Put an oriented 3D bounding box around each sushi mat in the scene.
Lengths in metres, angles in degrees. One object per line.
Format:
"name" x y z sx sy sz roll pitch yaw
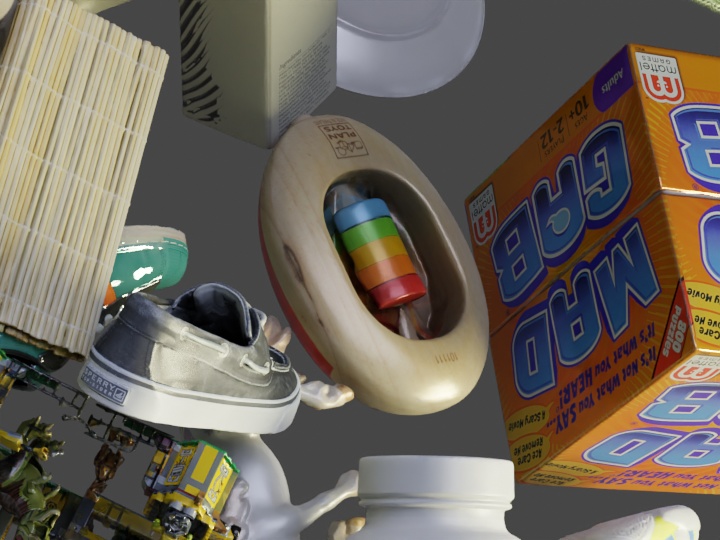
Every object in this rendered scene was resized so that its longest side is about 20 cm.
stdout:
"sushi mat" -0.167 -0.055 1.385 0.096 0.012 0.201 26 61 -26

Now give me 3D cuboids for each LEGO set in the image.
"LEGO set" -0.168 0.135 1.290 0.200 0.154 0.116 31 52 -8

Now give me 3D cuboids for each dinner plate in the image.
"dinner plate" -0.001 -0.205 1.667 0.200 0.024 0.201 15 57 -25

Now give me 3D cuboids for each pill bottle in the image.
"pill bottle" 0.039 0.201 1.359 0.112 0.112 0.201 5 83 -29

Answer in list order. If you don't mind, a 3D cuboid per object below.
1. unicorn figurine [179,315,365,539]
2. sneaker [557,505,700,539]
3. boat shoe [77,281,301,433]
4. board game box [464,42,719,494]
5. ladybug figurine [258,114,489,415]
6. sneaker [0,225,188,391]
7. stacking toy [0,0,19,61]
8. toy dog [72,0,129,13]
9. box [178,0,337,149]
"unicorn figurine" -0.053 0.125 1.422 0.137 0.074 0.200 -11 53 -34
"sneaker" 0.130 0.212 1.482 0.200 0.076 0.105 -20 87 -30
"boat shoe" -0.078 0.040 1.329 0.072 0.068 0.200 29 8 24
"board game box" 0.211 0.007 1.556 0.199 0.200 0.200 5 61 -28
"ladybug figurine" 0.000 0.000 1.515 0.135 0.072 0.200 -9 69 -38
"sneaker" -0.176 0.025 1.405 0.200 0.071 0.080 -12 86 -38
"stacking toy" -0.301 -0.170 1.423 0.146 0.146 0.200 -27 60 -39
"toy dog" -0.151 -0.221 1.482 0.140 0.194 0.200 52 41 -6
"box" -0.060 -0.177 1.498 0.068 0.200 0.082 23 44 23
